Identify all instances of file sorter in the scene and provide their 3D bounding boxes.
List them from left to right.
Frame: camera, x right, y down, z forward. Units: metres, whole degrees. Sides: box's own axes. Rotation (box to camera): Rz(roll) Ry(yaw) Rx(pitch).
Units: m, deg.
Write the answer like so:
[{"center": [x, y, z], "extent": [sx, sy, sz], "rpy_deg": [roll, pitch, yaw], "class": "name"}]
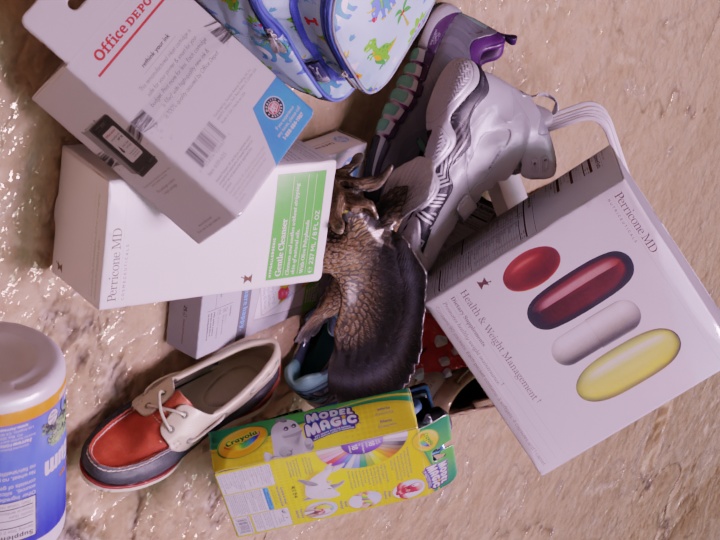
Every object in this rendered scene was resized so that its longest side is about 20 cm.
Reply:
[{"center": [0.197, -0.082, 1.623], "extent": [0.200, 0.124, 0.139], "rpy_deg": [-49, 119, -77], "class": "file sorter"}]

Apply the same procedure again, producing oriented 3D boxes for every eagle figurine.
[{"center": [-0.007, 0.000, 1.435], "extent": [0.152, 0.151, 0.200], "rpy_deg": [-54, 139, -43], "class": "eagle figurine"}]

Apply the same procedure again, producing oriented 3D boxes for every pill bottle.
[{"center": [-0.272, 0.148, 1.235], "extent": [0.112, 0.112, 0.200], "rpy_deg": [-28, 133, -44], "class": "pill bottle"}]

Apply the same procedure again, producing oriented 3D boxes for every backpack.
[{"center": [-0.030, -0.244, 1.279], "extent": [0.183, 0.147, 0.200], "rpy_deg": [-60, 145, -10], "class": "backpack"}]

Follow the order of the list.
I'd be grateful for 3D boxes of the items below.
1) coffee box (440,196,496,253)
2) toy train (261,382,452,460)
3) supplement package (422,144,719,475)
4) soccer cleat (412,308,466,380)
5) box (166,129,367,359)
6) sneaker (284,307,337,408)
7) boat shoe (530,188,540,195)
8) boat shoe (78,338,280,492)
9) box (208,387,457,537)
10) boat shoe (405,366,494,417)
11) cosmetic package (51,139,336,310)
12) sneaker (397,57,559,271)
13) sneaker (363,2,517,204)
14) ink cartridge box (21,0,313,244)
[{"center": [0.078, 0.026, 1.688], "extent": [0.200, 0.080, 0.113], "rpy_deg": [-55, 147, -13], "class": "coffee box"}, {"center": [-0.017, 0.162, 1.544], "extent": [0.200, 0.114, 0.087], "rpy_deg": [-18, 104, -9], "class": "toy train"}, {"center": [0.190, 0.033, 1.470], "extent": [0.200, 0.191, 0.147], "rpy_deg": [-33, -170, 12], "class": "supplement package"}, {"center": [0.091, 0.055, 1.598], "extent": [0.200, 0.085, 0.069], "rpy_deg": [4, 136, -29], "class": "soccer cleat"}, {"center": [-0.080, -0.026, 1.460], "extent": [0.200, 0.041, 0.156], "rpy_deg": [-24, 130, -48], "class": "box"}, {"center": [-0.004, 0.040, 1.585], "extent": [0.086, 0.078, 0.200], "rpy_deg": [28, 88, -55], "class": "sneaker"}, {"center": [0.206, -0.044, 1.844], "extent": [0.200, 0.072, 0.072], "rpy_deg": [-14, 129, -39], "class": "boat shoe"}, {"center": [-0.149, 0.118, 1.407], "extent": [0.200, 0.071, 0.063], "rpy_deg": [-27, 156, -32], "class": "boat shoe"}, {"center": [-0.020, 0.161, 1.422], "extent": [0.200, 0.048, 0.117], "rpy_deg": [-11, 143, 0], "class": "box"}, {"center": [0.117, 0.114, 1.671], "extent": [0.200, 0.064, 0.071], "rpy_deg": [-13, 124, -52], "class": "boat shoe"}, {"center": [-0.128, -0.042, 1.290], "extent": [0.200, 0.085, 0.108], "rpy_deg": [-10, 118, -35], "class": "cosmetic package"}, {"center": [0.104, -0.078, 1.478], "extent": [0.115, 0.075, 0.200], "rpy_deg": [14, 97, -16], "class": "sneaker"}, {"center": [0.071, -0.144, 1.518], "extent": [0.074, 0.087, 0.200], "rpy_deg": [72, 40, -77], "class": "sneaker"}, {"center": [-0.146, -0.131, 1.191], "extent": [0.200, 0.067, 0.116], "rpy_deg": [42, 56, -13], "class": "ink cartridge box"}]
